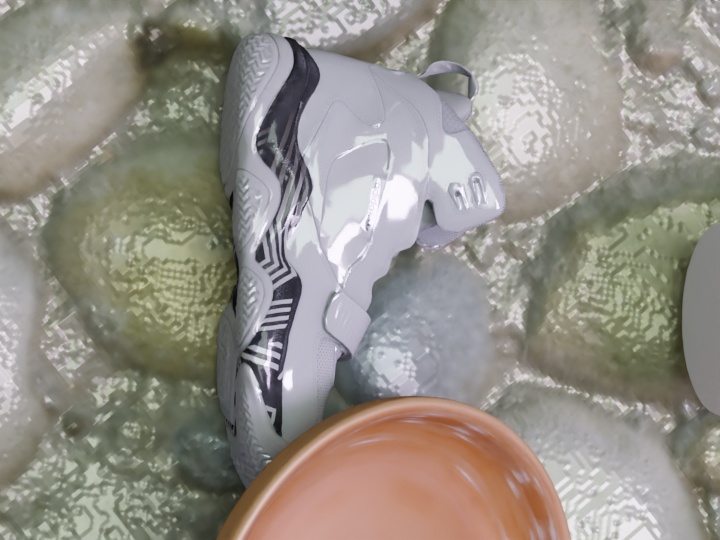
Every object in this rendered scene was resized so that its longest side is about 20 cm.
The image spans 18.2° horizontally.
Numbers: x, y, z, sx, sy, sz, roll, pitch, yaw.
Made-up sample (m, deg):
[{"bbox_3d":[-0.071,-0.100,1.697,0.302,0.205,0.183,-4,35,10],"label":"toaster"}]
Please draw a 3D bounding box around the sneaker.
[{"bbox_3d":[0.000,0.000,0.951,0.115,0.075,0.201,1,83,-12],"label":"sneaker"}]

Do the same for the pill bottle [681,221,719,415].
[{"bbox_3d":[0.251,0.022,0.996,0.199,0.113,0.113,1,86,-15],"label":"pill bottle"}]

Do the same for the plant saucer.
[{"bbox_3d":[0.006,0.148,0.927,0.200,0.037,0.201,-8,104,-38],"label":"plant saucer"}]
